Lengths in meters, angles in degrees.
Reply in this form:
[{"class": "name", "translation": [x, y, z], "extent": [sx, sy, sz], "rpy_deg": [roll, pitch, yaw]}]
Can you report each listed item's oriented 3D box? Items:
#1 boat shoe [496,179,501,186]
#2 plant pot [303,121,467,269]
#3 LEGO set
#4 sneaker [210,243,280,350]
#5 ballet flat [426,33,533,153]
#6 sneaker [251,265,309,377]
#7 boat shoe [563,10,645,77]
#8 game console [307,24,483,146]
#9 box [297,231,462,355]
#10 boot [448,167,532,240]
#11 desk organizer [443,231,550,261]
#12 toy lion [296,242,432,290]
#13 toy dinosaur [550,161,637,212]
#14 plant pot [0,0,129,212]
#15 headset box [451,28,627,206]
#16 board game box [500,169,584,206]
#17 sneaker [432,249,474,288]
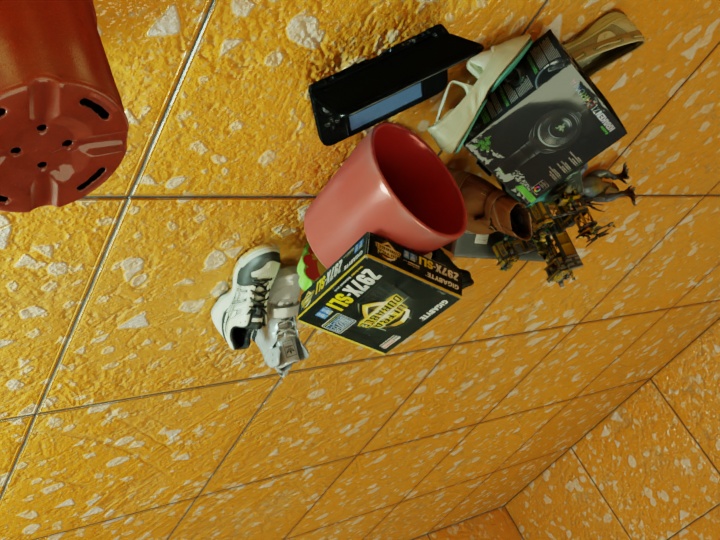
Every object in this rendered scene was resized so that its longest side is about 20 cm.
[{"class": "boat shoe", "translation": [0.329, -0.194, 1.484], "extent": [0.200, 0.063, 0.073], "rpy_deg": [-39, 151, 15]}, {"class": "plant pot", "translation": [0.026, -0.085, 1.248], "extent": [0.177, 0.202, 0.200], "rpy_deg": [-35, 154, 32]}, {"class": "LEGO set", "translation": [0.329, -0.036, 1.485], "extent": [0.153, 0.117, 0.200], "rpy_deg": [-11, 157, -31]}, {"class": "sneaker", "translation": [-0.165, 0.045, 1.357], "extent": [0.075, 0.088, 0.201], "rpy_deg": [-5, 141, -37]}, {"class": "ballet flat", "translation": [0.161, -0.258, 1.199], "extent": [0.201, 0.069, 0.069], "rpy_deg": [-55, 151, -1]}, {"class": "sneaker", "translation": [-0.123, 0.087, 1.436], "extent": [0.075, 0.115, 0.201], "rpy_deg": [-11, 146, -33]}, {"class": "boat shoe", "translation": [0.330, -0.306, 1.303], "extent": [0.200, 0.063, 0.073], "rpy_deg": [-35, 152, 7]}, {"class": "game console", "translation": [0.046, -0.220, 1.104], "extent": [0.199, 0.117, 0.176], "rpy_deg": [-26, 152, -8]}, {"class": "box", "translation": [0.024, 0.038, 1.231], "extent": [0.159, 0.050, 0.200], "rpy_deg": [25, 141, -22]}, {"class": "boot", "translation": [0.226, -0.092, 1.425], "extent": [0.077, 0.155, 0.200], "rpy_deg": [-52, 142, -9]}, {"class": "desk organizer", "translation": [0.245, -0.065, 1.594], "extent": [0.198, 0.077, 0.072], "rpy_deg": [3, 106, -24]}, {"class": "toy lion", "translation": [0.000, 0.000, 1.383], "extent": [0.201, 0.190, 0.069], "rpy_deg": [-62, 178, -47]}, {"class": "toy dinosaur", "translation": [0.431, -0.144, 1.651], "extent": [0.180, 0.106, 0.200], "rpy_deg": [-9, 164, 2]}, {"class": "plant pot", "translation": [-0.302, -0.171, 0.753], "extent": [0.199, 0.196, 0.201], "rpy_deg": [-24, 152, -14]}, {"class": "headset box", "translation": [0.255, -0.215, 1.272], "extent": [0.199, 0.093, 0.174], "rpy_deg": [-36, 131, 22]}, {"class": "board game box", "translation": [0.289, -0.184, 1.413], "extent": [0.134, 0.028, 0.201], "rpy_deg": [-23, 132, 1]}, {"class": "sneaker", "translation": [0.148, -0.001, 1.584], "extent": [0.075, 0.092, 0.200], "rpy_deg": [-21, 171, 25]}]
